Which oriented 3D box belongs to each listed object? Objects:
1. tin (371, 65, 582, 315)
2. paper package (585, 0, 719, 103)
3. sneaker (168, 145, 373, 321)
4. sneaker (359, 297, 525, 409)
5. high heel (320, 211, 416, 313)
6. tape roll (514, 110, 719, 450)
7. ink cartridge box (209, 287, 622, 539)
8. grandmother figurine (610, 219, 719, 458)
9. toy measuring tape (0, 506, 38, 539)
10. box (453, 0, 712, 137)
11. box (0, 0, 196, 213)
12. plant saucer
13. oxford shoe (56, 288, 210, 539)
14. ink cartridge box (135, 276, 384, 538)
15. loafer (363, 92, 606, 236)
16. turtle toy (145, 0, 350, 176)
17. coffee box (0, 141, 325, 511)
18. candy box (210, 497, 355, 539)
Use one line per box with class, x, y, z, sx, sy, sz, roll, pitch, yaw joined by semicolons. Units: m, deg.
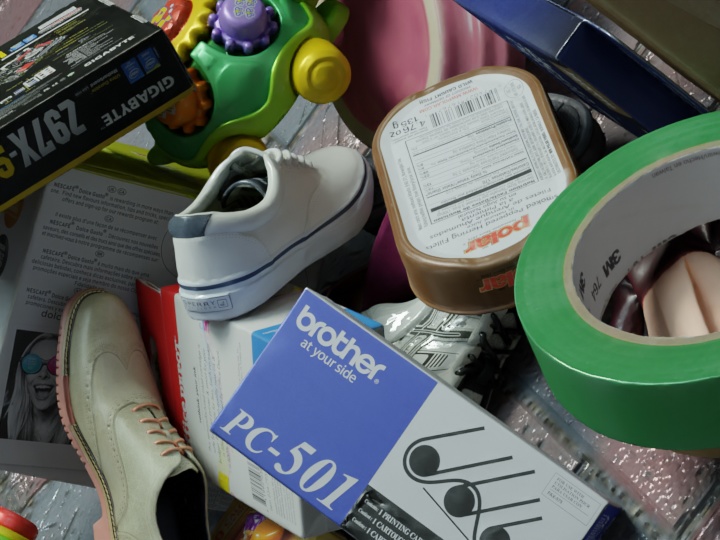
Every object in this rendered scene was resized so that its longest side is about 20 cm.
tin;0.066;-0.049;1.454;0.112;0.042;0.200;-25;34;7
paper package;0.169;-0.174;1.394;0.104;0.200;0.191;-53;28;7
sneaker;-0.048;-0.042;1.525;0.073;0.071;0.200;-1;24;24
sneaker;0.066;0.042;1.493;0.200;0.076;0.088;-37;55;29
high heel;0.000;0.000;1.595;0.200;0.096;0.068;-25;42;46
tape roll;0.176;0.001;1.268;0.200;0.048;0.201;-17;38;13
ink cartridge box;0.028;0.104;1.357;0.094;0.200;0.044;-55;-18;2
grandmother figurine;0.169;0.007;1.358;0.121;0.061;0.200;-39;33;14
toy measuring tape;-0.281;0.201;1.868;0.200;0.074;0.074;2;62;59
box;0.133;-0.115;1.474;0.032;0.121;0.200;-54;27;2
box;-0.213;-0.089;1.557;0.200;0.049;0.160;-33;22;-12
plant saucer;0.029;-0.153;1.645;0.200;0.051;0.201;23;118;54
oxford shoe;-0.125;0.103;1.536;0.074;0.071;0.201;-19;85;42
ink cartridge box;-0.058;0.069;1.518;0.200;0.067;0.117;24;123;58
loafer;0.076;-0.056;1.578;0.200;0.063;0.072;-14;50;42
turtle toy;-0.074;-0.148;1.637;0.200;0.101;0.146;-50;27;4
coffee box;-0.166;0.023;1.679;0.200;0.200;0.198;28;103;62
candy box;-0.078;0.226;1.525;0.200;0.056;0.117;-55;26;0
